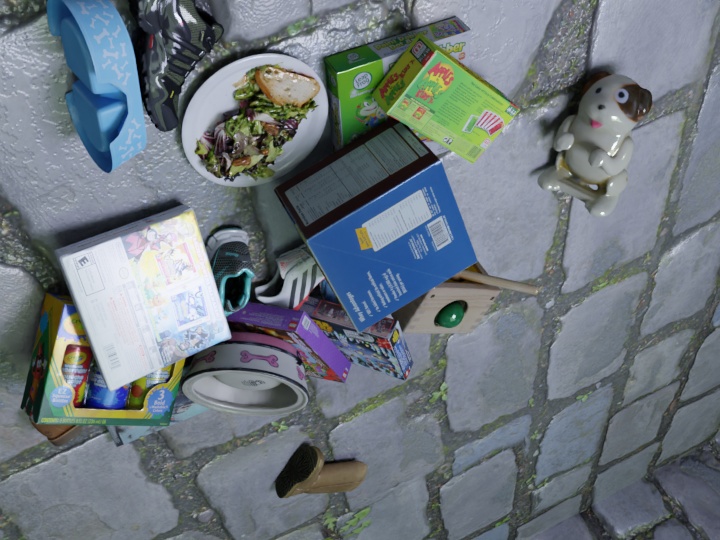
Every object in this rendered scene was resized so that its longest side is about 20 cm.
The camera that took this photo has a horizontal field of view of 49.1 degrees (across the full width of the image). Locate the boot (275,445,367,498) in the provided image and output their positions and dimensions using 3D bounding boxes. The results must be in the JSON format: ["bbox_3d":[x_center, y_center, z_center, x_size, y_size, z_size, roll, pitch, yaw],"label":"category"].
[{"bbox_3d":[-0.066,0.433,1.717,0.199,0.066,0.175,7,140,-39],"label":"boot"}]

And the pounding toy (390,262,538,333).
[{"bbox_3d":[0.144,0.014,1.293,0.183,0.200,0.143,3,130,-37],"label":"pounding toy"}]

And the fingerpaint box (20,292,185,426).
[{"bbox_3d":[-0.353,0.130,1.115,0.199,0.073,0.168,12,93,-42],"label":"fingerpaint box"}]

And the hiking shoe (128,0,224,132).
[{"bbox_3d":[-0.198,-0.243,0.873,0.100,0.076,0.201,-11,137,-21],"label":"hiking shoe"}]

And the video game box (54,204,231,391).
[{"bbox_3d":[-0.285,0.034,1.056,0.182,0.047,0.201,-22,115,-23],"label":"video game box"}]

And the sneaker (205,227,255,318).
[{"bbox_3d":[-0.206,0.037,1.160,0.077,0.091,0.201,-3,133,-32],"label":"sneaker"}]

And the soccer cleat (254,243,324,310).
[{"bbox_3d":[-0.083,-0.013,1.215,0.085,0.069,0.200,26,115,-39],"label":"soccer cleat"}]

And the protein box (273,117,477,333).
[{"bbox_3d":[0.024,-0.062,1.089,0.199,0.135,0.199,-31,133,-3],"label":"protein box"}]

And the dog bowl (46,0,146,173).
[{"bbox_3d":[-0.277,-0.201,0.843,0.049,0.111,0.201,-28,144,-28],"label":"dog bowl"}]

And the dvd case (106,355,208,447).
[{"bbox_3d":[-0.331,0.215,1.323,0.199,0.022,0.146,-19,140,-16],"label":"dvd case"}]

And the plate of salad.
[{"bbox_3d":[-0.129,-0.182,1.012,0.199,0.048,0.201,-20,141,-17],"label":"plate of salad"}]

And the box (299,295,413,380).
[{"bbox_3d":[-0.020,0.107,1.296,0.040,0.199,0.137,-61,151,-27],"label":"box"}]

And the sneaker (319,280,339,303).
[{"bbox_3d":[0.000,0.000,1.265,0.078,0.090,0.200,2,134,-36],"label":"sneaker"}]

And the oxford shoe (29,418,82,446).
[{"bbox_3d":[-0.414,0.183,1.195,0.200,0.071,0.071,-40,123,0],"label":"oxford shoe"}]

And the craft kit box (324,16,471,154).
[{"bbox_3d":[0.054,-0.230,1.094,0.199,0.049,0.198,-22,138,-14],"label":"craft kit box"}]

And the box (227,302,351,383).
[{"bbox_3d":[-0.114,0.118,1.286,0.200,0.136,0.039,54,50,-52],"label":"box"}]

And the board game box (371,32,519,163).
[{"bbox_3d":[0.119,-0.228,1.070,0.200,0.048,0.102,19,119,-46],"label":"board game box"}]

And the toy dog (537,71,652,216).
[{"bbox_3d":[0.399,-0.218,1.277,0.193,0.140,0.201,-31,145,-24],"label":"toy dog"}]

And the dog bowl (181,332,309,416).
[{"bbox_3d":[-0.177,0.163,1.242,0.199,0.074,0.200,2,150,1],"label":"dog bowl"}]
